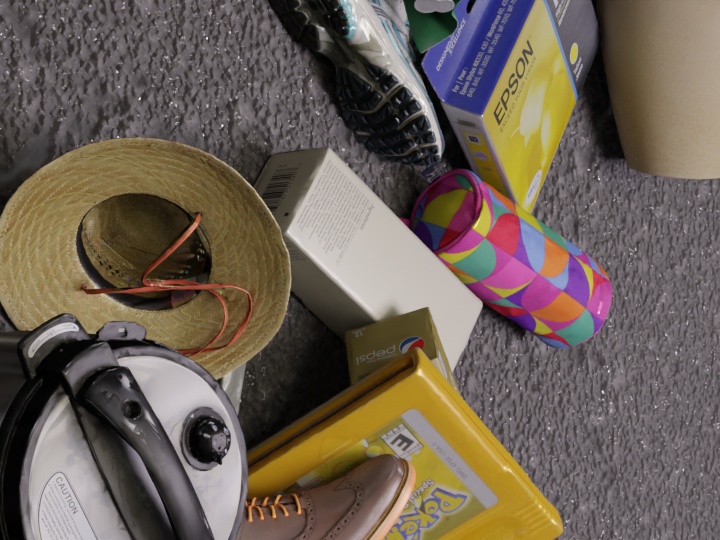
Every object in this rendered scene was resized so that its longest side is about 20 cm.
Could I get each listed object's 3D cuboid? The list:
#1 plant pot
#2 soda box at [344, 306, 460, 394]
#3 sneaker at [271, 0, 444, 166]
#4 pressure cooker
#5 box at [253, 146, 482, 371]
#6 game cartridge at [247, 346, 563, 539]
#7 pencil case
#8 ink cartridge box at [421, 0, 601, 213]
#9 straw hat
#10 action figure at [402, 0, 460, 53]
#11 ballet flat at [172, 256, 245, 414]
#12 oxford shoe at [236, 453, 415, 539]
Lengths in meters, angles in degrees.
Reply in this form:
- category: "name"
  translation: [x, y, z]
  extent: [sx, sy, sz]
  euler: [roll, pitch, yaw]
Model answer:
- category: "plant pot"
  translation: [0.287, -0.187, 1.555]
  extent: [0.186, 0.187, 0.202]
  euler: [-9, 108, -43]
- category: "soda box"
  translation: [0.050, 0.129, 1.328]
  extent: [0.064, 0.067, 0.201]
  euler: [-98, 170, -55]
- category: "sneaker"
  translation: [0.018, -0.171, 1.352]
  extent: [0.086, 0.077, 0.201]
  euler: [-52, 122, -36]
- category: "pressure cooker"
  translation: [-0.166, 0.121, 1.074]
  extent: [0.175, 0.199, 0.180]
  euler: [24, 75, -39]
- category: "box"
  translation: [0.000, 0.000, 1.331]
  extent: [0.200, 0.068, 0.083]
  euler: [46, 59, -33]
- category: "game cartridge"
  translation: [0.025, 0.168, 1.291]
  extent: [0.200, 0.176, 0.033]
  euler: [49, 16, -29]
- category: "pencil case"
  translation: [0.118, -0.009, 1.435]
  extent: [0.199, 0.088, 0.089]
  euler: [33, 67, -38]
- category: "ink cartridge box"
  translation: [0.129, -0.177, 1.434]
  extent: [0.199, 0.047, 0.200]
  euler: [-64, 152, -23]
- category: "straw hat"
  translation: [-0.143, -0.022, 1.178]
  extent: [0.201, 0.200, 0.085]
  euler: [48, 18, -31]
- category: "action figure"
  translation: [0.041, -0.273, 1.338]
  extent: [0.054, 0.118, 0.201]
  euler: [19, 36, -36]
- category: "ballet flat"
  translation: [-0.104, 0.048, 1.245]
  extent: [0.064, 0.067, 0.202]
  euler: [42, 57, -65]
- category: "oxford shoe"
  translation: [-0.052, 0.182, 1.221]
  extent: [0.199, 0.071, 0.073]
  euler: [-36, 112, -3]
